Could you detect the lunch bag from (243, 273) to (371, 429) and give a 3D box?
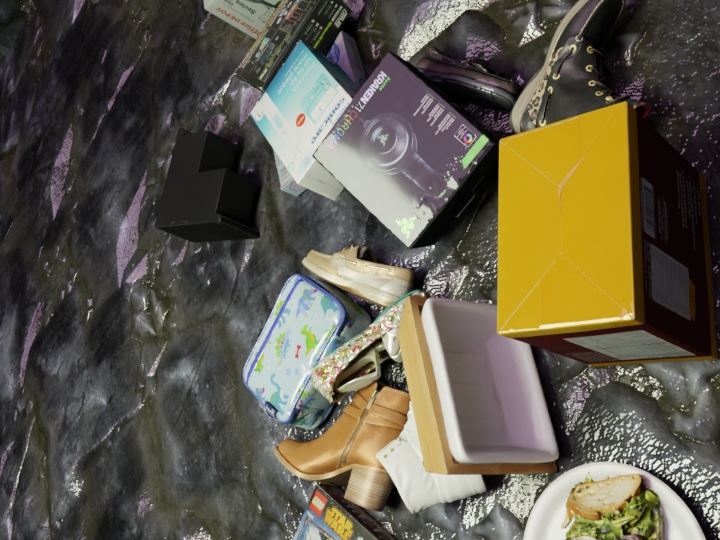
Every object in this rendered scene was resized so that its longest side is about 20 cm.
[{"bbox_3d":[-0.084,0.116,1.095,0.161,0.082,0.201,37,101,48],"label":"lunch bag"}]

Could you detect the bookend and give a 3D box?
[{"bbox_3d":[-0.261,-0.162,1.357,0.198,0.092,0.202,-2,73,42],"label":"bookend"}]

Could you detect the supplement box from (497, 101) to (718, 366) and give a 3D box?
[{"bbox_3d":[0.244,-0.021,0.735,0.132,0.199,0.199,-11,68,41],"label":"supplement box"}]

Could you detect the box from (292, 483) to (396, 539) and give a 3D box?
[{"bbox_3d":[-0.013,0.385,0.956,0.199,0.040,0.138,28,97,46],"label":"box"}]

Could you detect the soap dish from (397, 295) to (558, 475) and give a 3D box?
[{"bbox_3d":[0.126,0.133,0.837,0.081,0.156,0.201,-44,47,46],"label":"soap dish"}]

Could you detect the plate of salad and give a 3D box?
[{"bbox_3d":[0.241,0.291,0.736,0.199,0.048,0.202,-17,64,39],"label":"plate of salad"}]

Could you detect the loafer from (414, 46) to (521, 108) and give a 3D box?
[{"bbox_3d":[0.143,-0.270,1.020,0.200,0.072,0.063,28,91,49],"label":"loafer"}]

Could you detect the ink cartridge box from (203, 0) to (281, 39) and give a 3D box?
[{"bbox_3d":[-0.171,-0.523,1.361,0.199,0.146,0.084,-23,62,38],"label":"ink cartridge box"}]

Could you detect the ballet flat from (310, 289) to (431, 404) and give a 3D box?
[{"bbox_3d":[0.023,0.107,0.983,0.200,0.076,0.064,-39,48,11],"label":"ballet flat"}]

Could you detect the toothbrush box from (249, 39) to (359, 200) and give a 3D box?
[{"bbox_3d":[-0.065,-0.229,1.136,0.147,0.085,0.200,-50,49,19],"label":"toothbrush box"}]

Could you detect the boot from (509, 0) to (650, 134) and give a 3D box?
[{"bbox_3d":[0.274,-0.215,0.866,0.201,0.073,0.151,-57,44,19],"label":"boot"}]

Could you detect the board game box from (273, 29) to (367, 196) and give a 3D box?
[{"bbox_3d":[-0.069,-0.259,1.240,0.199,0.041,0.201,-34,55,31],"label":"board game box"}]

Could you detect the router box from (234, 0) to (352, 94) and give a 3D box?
[{"bbox_3d":[-0.117,-0.385,1.268,0.201,0.062,0.150,-55,36,5],"label":"router box"}]

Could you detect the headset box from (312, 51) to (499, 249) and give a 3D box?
[{"bbox_3d":[0.070,-0.149,0.983,0.200,0.093,0.174,45,109,14],"label":"headset box"}]

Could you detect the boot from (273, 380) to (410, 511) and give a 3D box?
[{"bbox_3d":[-0.018,0.214,1.002,0.199,0.074,0.156,13,80,35],"label":"boot"}]

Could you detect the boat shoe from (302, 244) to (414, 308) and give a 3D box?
[{"bbox_3d":[0.000,0.000,1.065,0.199,0.074,0.070,23,87,39],"label":"boat shoe"}]

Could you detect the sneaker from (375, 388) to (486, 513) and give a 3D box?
[{"bbox_3d":[0.065,0.186,0.902,0.115,0.074,0.201,-21,58,6],"label":"sneaker"}]
